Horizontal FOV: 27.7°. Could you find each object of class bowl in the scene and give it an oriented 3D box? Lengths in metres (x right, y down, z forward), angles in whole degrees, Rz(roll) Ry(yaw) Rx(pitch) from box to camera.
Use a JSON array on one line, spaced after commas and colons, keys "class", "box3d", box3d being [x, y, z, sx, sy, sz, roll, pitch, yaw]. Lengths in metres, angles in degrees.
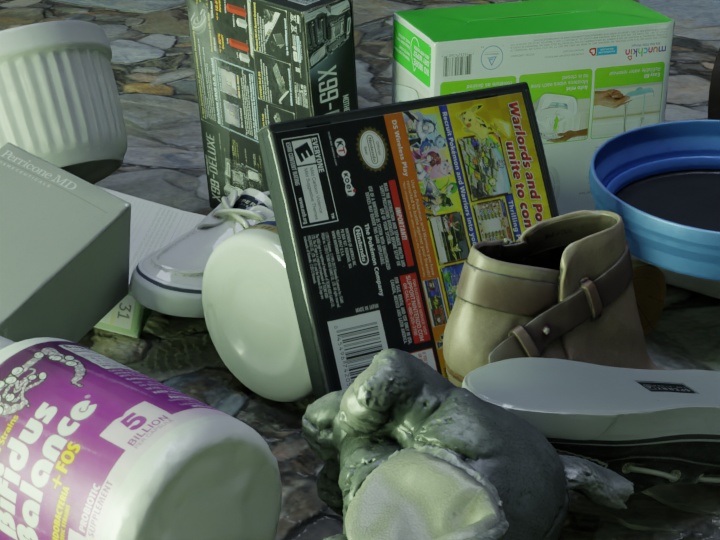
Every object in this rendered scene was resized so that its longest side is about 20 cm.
[{"class": "bowl", "box3d": [0.254, -0.049, 0.994, 0.198, 0.040, 0.201, 0, 27, 0]}]

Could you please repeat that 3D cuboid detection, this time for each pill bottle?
[{"class": "pill bottle", "box3d": [0.000, 0.000, 0.964, 0.110, 0.112, 0.199, 18, 30, 36]}, {"class": "pill bottle", "box3d": [-0.144, 0.099, 0.742, 0.199, 0.114, 0.112, 19, 30, 38]}]

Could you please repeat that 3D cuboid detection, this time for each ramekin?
[{"class": "ramekin", "box3d": [-0.277, -0.108, 1.142, 0.198, 0.106, 0.200, -20, -2, -1]}]

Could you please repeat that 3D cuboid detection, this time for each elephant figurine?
[{"class": "elephant figurine", "box3d": [0.014, 0.144, 0.650, 0.155, 0.142, 0.201, -36, 17, 30]}]

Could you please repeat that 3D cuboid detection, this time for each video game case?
[{"class": "video game case", "box3d": [0.043, -0.002, 0.878, 0.179, 0.203, 0.025, -12, -3, -24]}]

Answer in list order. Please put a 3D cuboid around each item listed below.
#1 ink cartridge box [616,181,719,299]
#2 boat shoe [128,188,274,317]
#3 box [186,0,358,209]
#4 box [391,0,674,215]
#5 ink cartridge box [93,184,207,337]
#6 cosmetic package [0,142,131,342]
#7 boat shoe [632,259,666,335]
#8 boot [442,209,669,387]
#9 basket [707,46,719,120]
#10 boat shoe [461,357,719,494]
[{"class": "ink cartridge box", "box3d": [0.266, -0.036, 1.093, 0.116, 0.068, 0.199, 18, 29, 31]}, {"class": "boat shoe", "box3d": [-0.078, -0.022, 1.000, 0.072, 0.066, 0.199, 31, 30, 32]}, {"class": "box", "box3d": [-0.067, -0.124, 1.138, 0.049, 0.202, 0.157, -23, 31, -33]}, {"class": "box", "box3d": [0.130, -0.111, 1.131, 0.198, 0.179, 0.097, -8, 26, -17]}, {"class": "ink cartridge box", "box3d": [-0.143, -0.001, 1.056, 0.198, 0.048, 0.146, 15, 25, -2]}, {"class": "cosmetic package", "box3d": [-0.236, 0.019, 0.887, 0.106, 0.091, 0.200, 24, 47, 14]}, {"class": "boat shoe", "box3d": [0.109, 0.023, 0.970, 0.198, 0.075, 0.069, -4, 19, -31]}, {"class": "boot", "box3d": [0.137, 0.038, 0.833, 0.198, 0.148, 0.070, -13, 25, -27]}, {"class": "basket", "box3d": [0.416, -0.147, 1.271, 0.198, 0.138, 0.180, 10, 31, 31]}, {"class": "boat shoe", "box3d": [0.138, 0.090, 0.775, 0.198, 0.064, 0.071, 6, 18, -27]}]
